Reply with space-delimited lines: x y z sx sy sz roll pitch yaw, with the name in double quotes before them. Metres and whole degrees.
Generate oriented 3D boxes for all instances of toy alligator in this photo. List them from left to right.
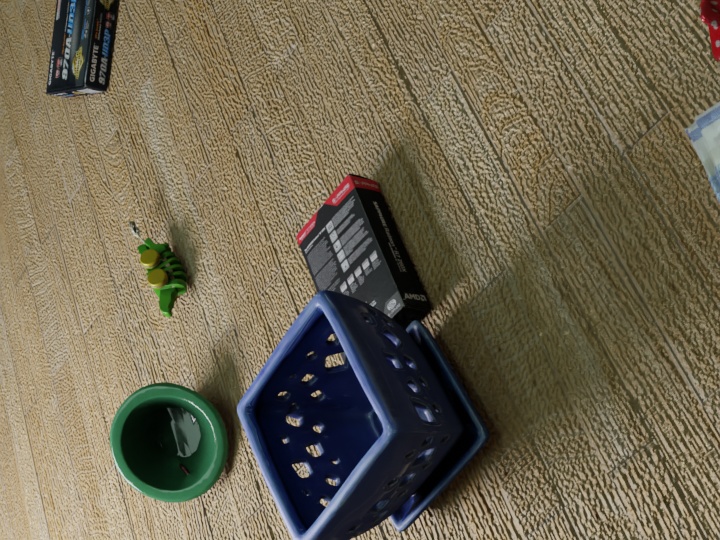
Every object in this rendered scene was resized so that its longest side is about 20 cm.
"toy alligator" -0.303 -0.015 1.712 0.054 0.059 0.200 -25 54 -4

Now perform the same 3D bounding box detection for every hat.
"hat" -0.262 0.236 1.645 0.199 0.176 0.167 15 94 11

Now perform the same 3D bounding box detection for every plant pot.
"plant pot" 0.011 0.164 1.219 0.200 0.179 0.200 -54 47 28

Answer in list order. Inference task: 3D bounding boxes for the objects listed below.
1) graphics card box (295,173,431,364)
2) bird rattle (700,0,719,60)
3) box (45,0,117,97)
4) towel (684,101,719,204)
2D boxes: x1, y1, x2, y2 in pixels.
"graphics card box" 0.000 0.000 1.359 0.126 0.051 0.201 -46 51 33
"bird rattle" 0.382 -0.259 0.948 0.200 0.112 0.164 -11 51 52
"box" -0.496 -0.414 2.004 0.159 0.046 0.201 5 88 49
"towel" 0.375 -0.082 0.963 0.147 0.024 0.201 -36 59 37
